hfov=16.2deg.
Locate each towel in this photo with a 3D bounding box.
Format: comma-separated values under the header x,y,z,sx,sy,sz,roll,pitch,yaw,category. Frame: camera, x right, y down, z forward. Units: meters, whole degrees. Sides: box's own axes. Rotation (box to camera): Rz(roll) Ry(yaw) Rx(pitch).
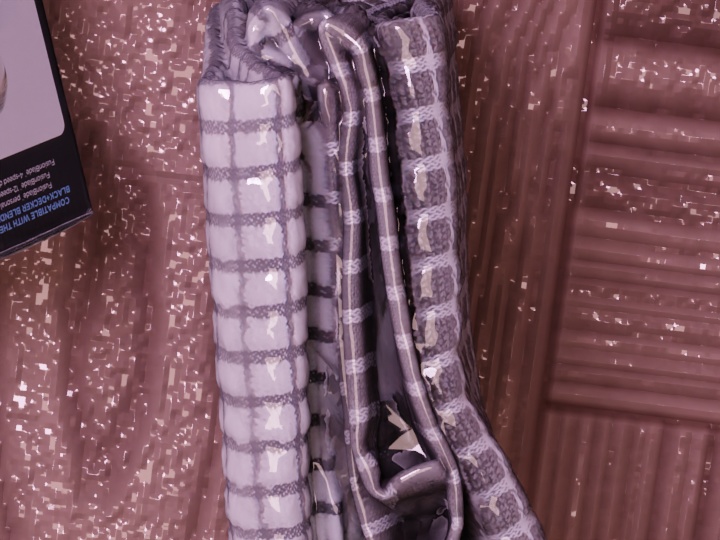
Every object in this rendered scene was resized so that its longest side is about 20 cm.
x,y,z,sx,sy,sz,roll,pitch,yaw,category
0.000,0.000,0.735,0.085,0.200,0.167,-4,101,-1,towel

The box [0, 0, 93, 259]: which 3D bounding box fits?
x,y,z,sx,sy,sz,roll,pitch,yaw,category
-0.162,-0.099,0.757,0.116,0.060,0.202,-6,103,34,box
